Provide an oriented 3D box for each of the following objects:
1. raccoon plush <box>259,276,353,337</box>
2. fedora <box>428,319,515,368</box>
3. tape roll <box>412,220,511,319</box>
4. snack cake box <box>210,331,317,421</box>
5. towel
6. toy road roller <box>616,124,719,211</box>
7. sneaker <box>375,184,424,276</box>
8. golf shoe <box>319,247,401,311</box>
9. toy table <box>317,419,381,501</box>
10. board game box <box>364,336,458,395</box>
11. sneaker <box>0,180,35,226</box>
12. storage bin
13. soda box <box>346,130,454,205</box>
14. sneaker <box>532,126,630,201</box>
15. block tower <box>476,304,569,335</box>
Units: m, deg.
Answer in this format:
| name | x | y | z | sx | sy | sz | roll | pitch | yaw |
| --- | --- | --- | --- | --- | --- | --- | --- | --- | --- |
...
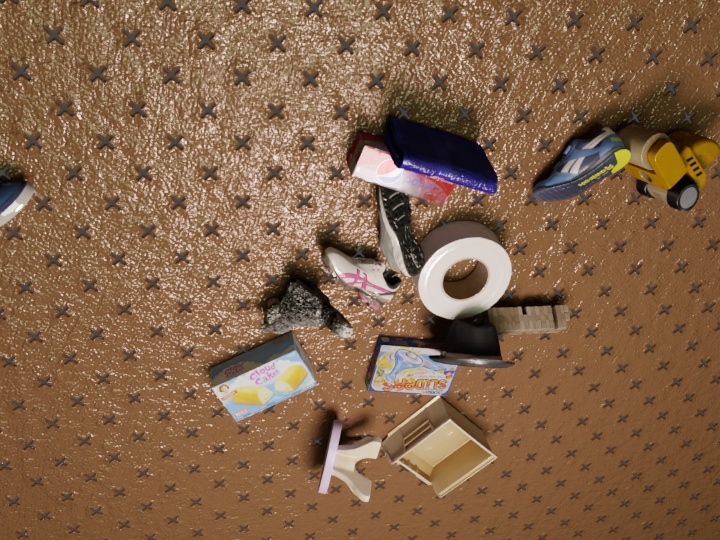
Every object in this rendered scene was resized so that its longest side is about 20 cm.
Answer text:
| name | x | y | z | sx | sy | sz | roll | pitch | yaw |
| --- | --- | --- | --- | --- | --- | --- | --- | --- | --- |
| raccoon plush | -0.119 | 0.105 | 1.414 | 0.096 | 0.200 | 0.134 | 29 | 101 | -42 |
| fedora | 0.236 | 0.153 | 1.512 | 0.199 | 0.200 | 0.093 | 5 | 86 | -16 |
| tape roll | 0.207 | 0.001 | 1.483 | 0.200 | 0.071 | 0.204 | -6 | 124 | -9 |
| snack cake box | -0.208 | 0.228 | 1.543 | 0.199 | 0.067 | 0.116 | -25 | 126 | 4 |
| towel | 0.141 | -0.201 | 1.288 | 0.198 | 0.148 | 0.050 | 12 | 128 | -21 |
| toy road roller | 0.602 | -0.226 | 1.396 | 0.146 | 0.123 | 0.200 | -47 | 122 | 2 |
| sneaker | 0.060 | -0.081 | 1.394 | 0.074 | 0.079 | 0.202 | -33 | 117 | -38 |
| golf shoe | 0.000 | 0.000 | 1.439 | 0.092 | 0.073 | 0.200 | -44 | 131 | 10 |
| toy table | -0.027 | 0.448 | 1.675 | 0.116 | 0.185 | 0.201 | 13 | 133 | -2 |
| board game box | 0.121 | 0.219 | 1.630 | 0.198 | 0.035 | 0.136 | 5 | 122 | -16 |
| sneaker | -0.666 | -0.133 | 1.190 | 0.199 | 0.081 | 0.147 | -25 | 129 | 11 |
| storage bin | 0.189 | 0.435 | 1.753 | 0.198 | 0.094 | 0.200 | -40 | 123 | 14 |
| soda box | 0.078 | -0.189 | 1.331 | 0.198 | 0.064 | 0.070 | 15 | 121 | -22 |
| sneaker | 0.423 | -0.203 | 1.401 | 0.199 | 0.083 | 0.074 | -30 | 151 | 30 |
| block tower | 0.361 | 0.111 | 1.588 | 0.198 | 0.055 | 0.058 | -3 | 163 | -10 |
